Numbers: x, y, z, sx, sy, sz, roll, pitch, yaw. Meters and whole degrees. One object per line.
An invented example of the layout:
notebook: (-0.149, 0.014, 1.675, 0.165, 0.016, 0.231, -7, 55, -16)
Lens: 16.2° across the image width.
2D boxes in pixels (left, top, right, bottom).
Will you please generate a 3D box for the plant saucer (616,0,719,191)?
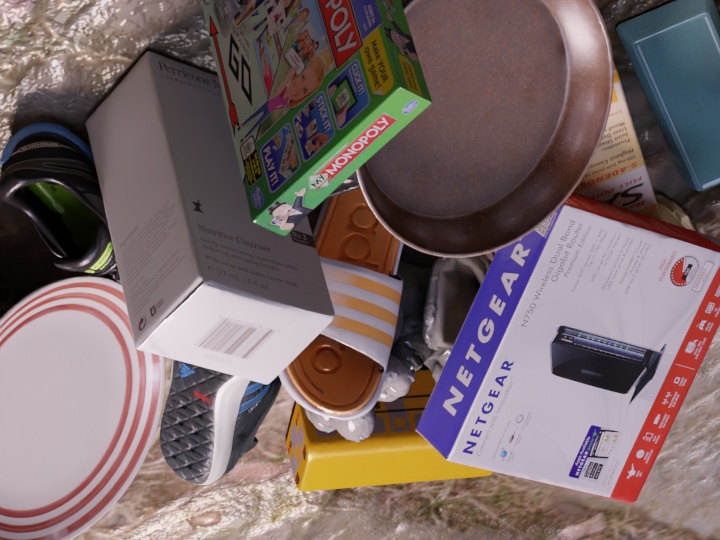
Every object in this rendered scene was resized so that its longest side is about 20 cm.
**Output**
plant saucer: (0.243, -0.123, 1.805, 0.070, 0.019, 0.200, -23, 141, 9)

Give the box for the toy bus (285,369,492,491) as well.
toy bus: (0.044, 0.122, 1.991, 0.200, 0.078, 0.065, -3, 141, -15)

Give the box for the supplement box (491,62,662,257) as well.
supplement box: (0.132, -0.084, 1.768, 0.126, 0.074, 0.200, -19, 143, 6)

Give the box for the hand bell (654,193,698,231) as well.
hand bell: (0.162, 0.026, 1.930, 0.200, 0.104, 0.104, -25, 144, 33)

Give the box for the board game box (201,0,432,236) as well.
board game box: (-0.031, -0.138, 1.539, 0.029, 0.200, 0.135, 22, 129, -37)

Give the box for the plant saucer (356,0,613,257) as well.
plant saucer: (0.073, -0.107, 1.614, 0.200, 0.034, 0.201, -14, 117, -28)

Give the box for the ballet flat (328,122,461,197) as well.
ballet flat: (-0.013, -0.082, 1.706, 0.200, 0.057, 0.066, -11, -166, 37)

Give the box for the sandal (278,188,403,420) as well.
sandal: (-0.008, -0.002, 1.721, 0.079, 0.207, 0.059, 12, 158, -2)

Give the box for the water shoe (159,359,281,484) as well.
water shoe: (-0.090, 0.059, 1.790, 0.079, 0.071, 0.200, -30, 148, -50)

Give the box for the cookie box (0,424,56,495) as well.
cookie box: (-0.299, 0.099, 1.789, 0.171, 0.075, 0.200, 2, 151, 31)

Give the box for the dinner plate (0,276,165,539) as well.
dinner plate: (-0.213, 0.097, 1.729, 0.200, 0.024, 0.201, -26, 126, -42)

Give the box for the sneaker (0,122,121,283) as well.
sneaker: (-0.164, -0.014, 1.691, 0.200, 0.083, 0.071, 40, 125, -15)

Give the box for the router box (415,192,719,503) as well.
router box: (0.157, 0.054, 1.779, 0.179, 0.049, 0.200, 14, 106, -35)

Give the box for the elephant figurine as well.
elephant figurine: (0.047, 0.035, 1.829, 0.200, 0.142, 0.155, -18, 141, -28)

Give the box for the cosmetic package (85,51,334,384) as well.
cosmetic package: (-0.100, -0.035, 1.646, 0.113, 0.200, 0.081, 16, 134, -38)
